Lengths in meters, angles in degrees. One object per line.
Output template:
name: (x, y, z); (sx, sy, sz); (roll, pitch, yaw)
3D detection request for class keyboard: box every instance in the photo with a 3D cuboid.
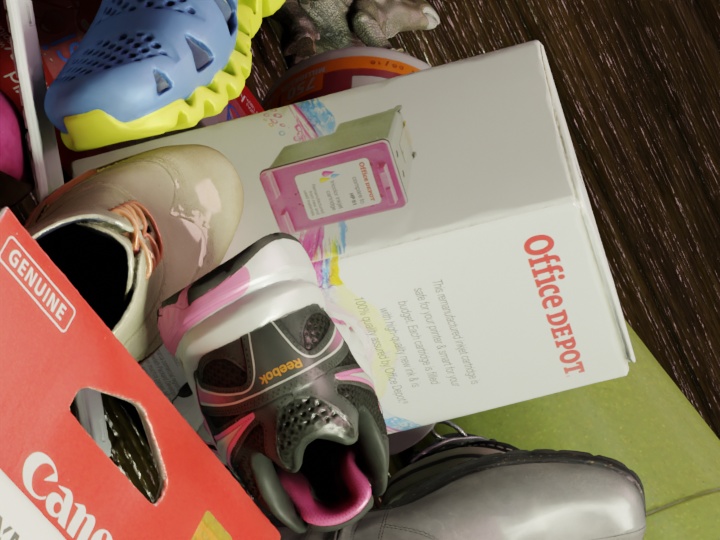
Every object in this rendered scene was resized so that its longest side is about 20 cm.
keyboard: (-0.117, -0.014, 1.137); (0.056, 0.011, 0.200); (-90, 171, -79)

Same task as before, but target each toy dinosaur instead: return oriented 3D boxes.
toy dinosaur: (-0.029, -0.156, 1.590); (0.200, 0.077, 0.102); (40, 21, -48)

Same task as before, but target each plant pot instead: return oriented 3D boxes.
plant pot: (0.110, 0.114, 1.525); (0.190, 0.200, 0.200); (62, 14, 20)

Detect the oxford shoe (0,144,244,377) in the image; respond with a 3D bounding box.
oxford shoe: (-0.090, 0.003, 1.063); (0.071, 0.074, 0.200); (53, 41, -7)

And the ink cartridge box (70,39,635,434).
ink cartridge box: (0.000, 0.000, 1.213); (0.145, 0.200, 0.085); (67, 11, -57)

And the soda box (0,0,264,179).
soda box: (-0.100, -0.078, 1.262); (0.200, 0.070, 0.063); (54, 23, -39)

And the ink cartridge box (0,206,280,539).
ink cartridge box: (-0.095, 0.108, 0.978); (0.200, 0.045, 0.176); (53, 55, -41)

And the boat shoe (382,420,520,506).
boat shoe: (0.050, 0.104, 1.376); (0.062, 0.075, 0.200); (-63, 180, -17)

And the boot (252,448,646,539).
boot: (0.028, 0.135, 1.177); (0.132, 0.200, 0.070); (-113, -168, -69)

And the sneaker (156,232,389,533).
sneaker: (-0.025, 0.064, 1.111); (0.086, 0.080, 0.200); (62, 2, 20)

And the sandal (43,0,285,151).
sandal: (-0.074, -0.119, 1.164); (0.087, 0.079, 0.200); (65, 31, -28)

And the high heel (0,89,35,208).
high heel: (-0.147, -0.015, 1.050); (0.096, 0.067, 0.200); (48, 23, -28)

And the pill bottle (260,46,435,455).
pill bottle: (-0.001, -0.008, 1.405); (0.113, 0.113, 0.200); (57, 21, -33)
